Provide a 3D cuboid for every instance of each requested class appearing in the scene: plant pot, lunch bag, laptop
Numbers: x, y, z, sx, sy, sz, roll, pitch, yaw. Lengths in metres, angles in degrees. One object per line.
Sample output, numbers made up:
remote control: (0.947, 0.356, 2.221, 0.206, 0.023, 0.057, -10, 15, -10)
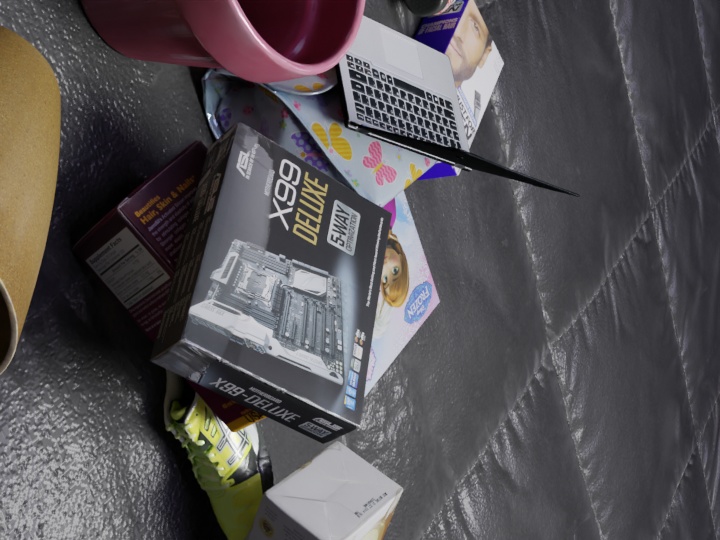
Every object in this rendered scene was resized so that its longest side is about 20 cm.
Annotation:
plant pot: (-0.262, -0.059, 0.679, 0.187, 0.185, 0.201, 58, 31, -35)
lunch bag: (-0.037, -0.141, 1.035, 0.201, 0.127, 0.169, 53, 39, -2)
laptop: (0.082, -0.154, 0.994, 0.186, 0.115, 0.202, 13, 61, -49)
plant pot: (-0.121, -0.244, 0.879, 0.199, 0.178, 0.202, 6, 83, -56)

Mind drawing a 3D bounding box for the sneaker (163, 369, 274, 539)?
sneaker: (-0.131, 0.140, 0.942, 0.076, 0.075, 0.202, -14, 89, -48)

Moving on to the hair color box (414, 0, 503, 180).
hair color box: (0.100, -0.217, 1.310, 0.110, 0.064, 0.201, 55, 44, -37)

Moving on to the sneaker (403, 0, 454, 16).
sneaker: (0.064, -0.397, 1.274, 0.108, 0.067, 0.203, -42, 116, -62)

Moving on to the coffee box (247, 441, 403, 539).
coffee box: (-0.050, 0.265, 0.954, 0.114, 0.079, 0.202, -25, 140, -54)

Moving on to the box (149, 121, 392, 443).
box: (-0.061, 0.008, 0.843, 0.157, 0.050, 0.202, 30, 51, -27)

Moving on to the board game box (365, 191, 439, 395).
board game box: (0.000, 0.000, 1.163, 0.200, 0.041, 0.201, -47, 125, -46)

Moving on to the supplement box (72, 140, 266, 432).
supplement box: (-0.116, 0.014, 0.889, 0.200, 0.085, 0.110, 50, 45, -10)
